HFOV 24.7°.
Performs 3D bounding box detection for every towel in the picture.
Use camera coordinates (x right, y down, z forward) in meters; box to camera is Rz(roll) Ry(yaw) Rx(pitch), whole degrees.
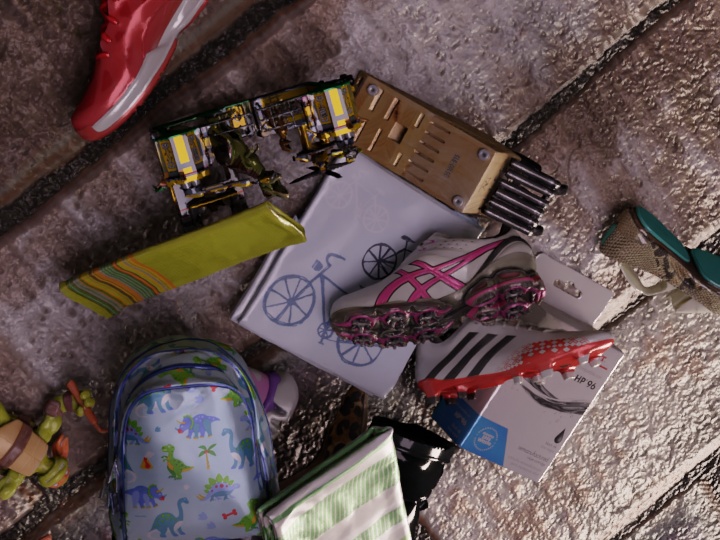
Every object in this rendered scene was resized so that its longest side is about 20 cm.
[{"bbox_3d":[-0.016,0.242,1.456,0.153,0.023,0.200,-34,134,-27],"label":"towel"},{"bbox_3d":[-0.150,-0.007,1.388,0.200,0.018,0.086,-21,160,15],"label":"towel"}]

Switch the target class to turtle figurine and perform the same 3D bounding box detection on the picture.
[{"bbox_3d":[-0.303,0.140,1.433,0.161,0.064,0.200,42,80,-29],"label":"turtle figurine"}]

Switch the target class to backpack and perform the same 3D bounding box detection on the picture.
[{"bbox_3d":[-0.146,0.155,1.419,0.163,0.154,0.200,-1,89,0],"label":"backpack"}]

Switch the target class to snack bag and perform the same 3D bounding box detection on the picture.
[{"bbox_3d":[0.000,0.000,1.527,0.189,0.021,0.200,29,92,-32],"label":"snack bag"}]

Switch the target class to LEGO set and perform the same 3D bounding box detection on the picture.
[{"bbox_3d":[-0.082,-0.081,1.373,0.200,0.154,0.116,-20,103,-19],"label":"LEGO set"}]

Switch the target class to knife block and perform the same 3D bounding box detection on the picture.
[{"bbox_3d":[0.088,-0.103,1.510,0.064,0.200,0.176,-61,167,9],"label":"knife block"}]

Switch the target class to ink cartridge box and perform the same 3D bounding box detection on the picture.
[{"bbox_3d":[0.177,0.097,1.631,0.116,0.068,0.200,26,100,-32],"label":"ink cartridge box"}]

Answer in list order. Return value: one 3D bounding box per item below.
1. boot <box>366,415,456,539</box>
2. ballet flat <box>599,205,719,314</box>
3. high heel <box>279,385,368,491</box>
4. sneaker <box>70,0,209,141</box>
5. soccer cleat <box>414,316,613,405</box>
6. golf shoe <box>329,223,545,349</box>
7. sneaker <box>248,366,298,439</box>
[{"bbox_3d":[0.024,0.226,1.567,0.163,0.073,0.198,-64,164,-1],"label":"boot"},{"bbox_3d":[0.320,0.003,1.664,0.200,0.068,0.075,28,122,-27],"label":"ballet flat"},{"bbox_3d":[-0.076,0.187,1.572,0.142,0.071,0.200,18,85,0],"label":"high heel"},{"bbox_3d":[-0.200,-0.211,1.319,0.116,0.078,0.200,35,84,-25],"label":"sneaker"},{"bbox_3d":[0.139,0.069,1.546,0.200,0.085,0.069,-16,166,27],"label":"soccer cleat"},{"bbox_3d":[0.065,0.014,1.520,0.200,0.092,0.073,-13,150,-8],"label":"golf shoe"},{"bbox_3d":[-0.144,0.165,1.516,0.088,0.080,0.200,30,94,-26],"label":"sneaker"}]
